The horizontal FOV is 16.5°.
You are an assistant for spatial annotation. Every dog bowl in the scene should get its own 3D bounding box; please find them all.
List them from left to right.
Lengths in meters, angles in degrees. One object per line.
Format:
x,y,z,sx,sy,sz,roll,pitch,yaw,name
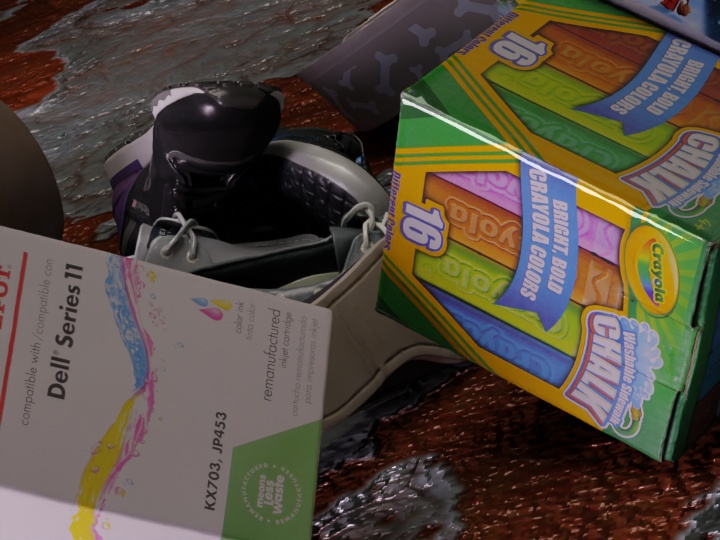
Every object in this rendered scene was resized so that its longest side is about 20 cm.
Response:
0.055,-0.160,1.573,0.200,0.059,0.200,-35,6,4,dog bowl

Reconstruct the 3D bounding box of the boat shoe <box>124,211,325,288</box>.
-0.107,0.009,1.349,0.201,0.072,0.070,-17,20,6,boat shoe

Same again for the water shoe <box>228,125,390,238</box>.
-0.026,-0.058,1.446,0.079,0.072,0.200,-32,22,-24,water shoe

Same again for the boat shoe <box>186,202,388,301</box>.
0.000,0.000,1.285,0.200,0.062,0.073,-20,19,1,boat shoe

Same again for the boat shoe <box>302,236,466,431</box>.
0.000,0.030,1.193,0.063,0.073,0.200,-26,3,43,boat shoe

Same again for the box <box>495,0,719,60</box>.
0.151,-0.105,1.134,0.200,0.137,0.038,30,81,16,box

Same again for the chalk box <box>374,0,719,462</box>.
0.125,-0.014,1.059,0.200,0.124,0.125,27,43,24,chalk box

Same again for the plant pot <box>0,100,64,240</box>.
-0.269,-0.019,1.393,0.173,0.200,0.200,-34,24,-35,plant pot

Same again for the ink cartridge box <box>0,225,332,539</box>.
-0.119,0.055,1.024,0.067,0.200,0.117,133,147,-57,ink cartridge box

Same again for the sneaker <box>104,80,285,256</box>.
-0.089,-0.044,1.394,0.076,0.088,0.200,0,-15,-19,sneaker
